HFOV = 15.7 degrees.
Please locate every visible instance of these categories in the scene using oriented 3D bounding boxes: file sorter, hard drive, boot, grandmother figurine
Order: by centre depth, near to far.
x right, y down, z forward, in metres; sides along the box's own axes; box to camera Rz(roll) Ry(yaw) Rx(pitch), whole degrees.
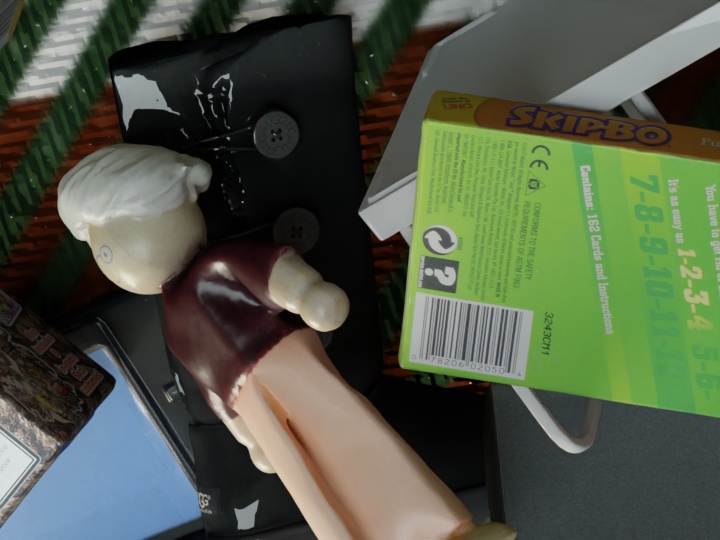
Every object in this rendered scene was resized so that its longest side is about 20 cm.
[{"bbox_3d":[0.126,-0.050,0.891,0.200,0.139,0.125,-30,108,25],"label":"file sorter"},{"bbox_3d":[-0.032,0.033,0.893,0.200,0.061,0.121,48,140,14],"label":"grandmother figurine"},{"bbox_3d":[0.147,0.106,0.935,0.200,0.140,0.033,-1,150,-7],"label":"hard drive"},{"bbox_3d":[-0.001,0.000,0.984,0.165,0.066,0.200,-14,95,-22],"label":"boot"}]

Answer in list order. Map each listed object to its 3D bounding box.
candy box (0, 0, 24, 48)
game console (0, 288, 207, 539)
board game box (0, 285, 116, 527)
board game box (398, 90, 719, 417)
[{"bbox_3d":[-0.156,-0.181,0.939,0.117,0.056,0.200,25,120,0],"label":"candy box"},{"bbox_3d":[-0.122,0.125,1.048,0.200,0.118,0.171,-24,109,22],"label":"game console"},{"bbox_3d":[-0.225,0.049,0.998,0.200,0.097,0.159,40,103,-3],"label":"board game box"},{"bbox_3d":[0.115,0.003,0.829,0.200,0.030,0.096,10,123,8],"label":"board game box"}]
